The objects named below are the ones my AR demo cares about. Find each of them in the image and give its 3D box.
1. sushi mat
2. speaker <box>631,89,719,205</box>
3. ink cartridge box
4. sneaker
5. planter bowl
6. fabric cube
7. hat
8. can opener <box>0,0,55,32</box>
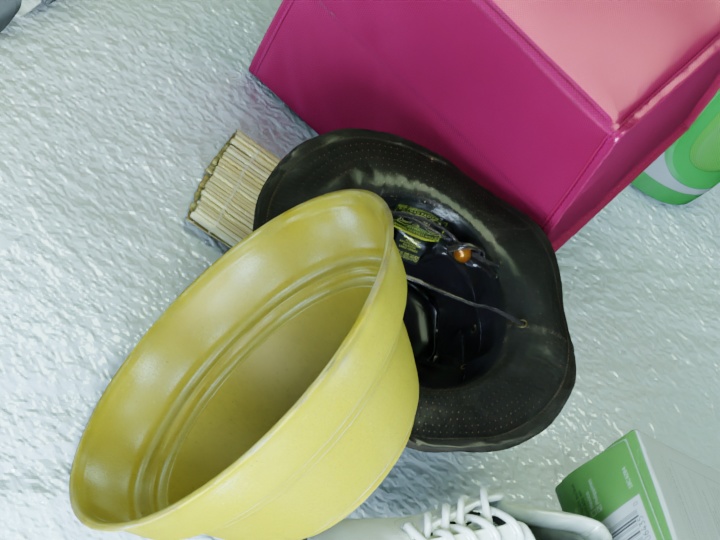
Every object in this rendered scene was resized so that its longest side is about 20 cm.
[{"bbox_3d":[0.000,0.000,1.581,0.200,0.012,0.096,34,36,-9],"label":"sushi mat"},{"bbox_3d":[0.233,-0.132,1.777,0.088,0.200,0.089,24,37,-20],"label":"speaker"},{"bbox_3d":[0.197,0.167,1.521,0.200,0.059,0.104,27,34,-40],"label":"ink cartridge box"},{"bbox_3d":[0.043,0.134,1.398,0.200,0.071,0.073,7,37,-50],"label":"sneaker"},{"bbox_3d":[-0.035,0.064,1.339,0.083,0.200,0.201,45,31,-23],"label":"planter bowl"},{"bbox_3d":[0.093,-0.143,1.619,0.199,0.200,0.196,45,57,8],"label":"fabric cube"},{"bbox_3d":[0.014,0.027,1.498,0.200,0.081,0.201,19,45,-20],"label":"hat"},{"bbox_3d":[-0.200,-0.153,1.528,0.053,0.066,0.200,43,39,3],"label":"can opener"}]
